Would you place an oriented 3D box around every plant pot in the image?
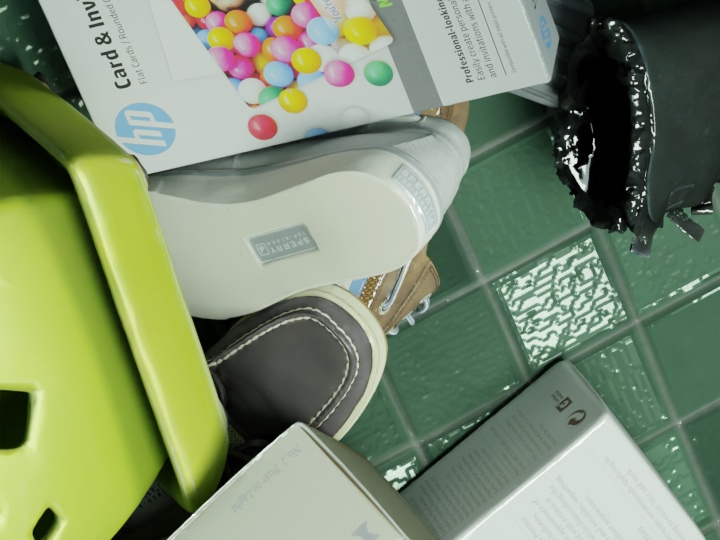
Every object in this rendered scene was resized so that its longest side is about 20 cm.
[{"bbox_3d":[-0.176,0.028,1.259,0.181,0.199,0.201,-25,116,-15],"label":"plant pot"}]

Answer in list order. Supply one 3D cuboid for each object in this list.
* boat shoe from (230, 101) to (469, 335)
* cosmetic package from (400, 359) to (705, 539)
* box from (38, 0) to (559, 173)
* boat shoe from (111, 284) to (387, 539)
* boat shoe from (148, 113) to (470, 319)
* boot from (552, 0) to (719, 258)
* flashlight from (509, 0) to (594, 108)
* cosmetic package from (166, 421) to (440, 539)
[{"bbox_3d":[0.000,0.000,1.371,0.072,0.072,0.201,4,120,-36],"label":"boat shoe"},{"bbox_3d":[0.059,0.150,1.454,0.200,0.074,0.102,-38,118,1],"label":"cosmetic package"},{"bbox_3d":[-0.036,-0.130,1.237,0.199,0.041,0.156,-11,122,18],"label":"box"},{"bbox_3d":[-0.066,0.079,1.337,0.200,0.065,0.072,-37,95,34],"label":"boat shoe"},{"bbox_3d":[-0.035,-0.032,1.307,0.072,0.200,0.069,57,47,-15],"label":"boat shoe"},{"bbox_3d":[0.164,-0.115,1.355,0.162,0.073,0.199,-20,124,-35],"label":"boot"},{"bbox_3d":[0.011,-0.127,1.326,0.199,0.068,0.068,22,102,-24],"label":"flashlight"},{"bbox_3d":[-0.025,0.132,1.309,0.103,0.200,0.073,-42,79,-1],"label":"cosmetic package"}]
